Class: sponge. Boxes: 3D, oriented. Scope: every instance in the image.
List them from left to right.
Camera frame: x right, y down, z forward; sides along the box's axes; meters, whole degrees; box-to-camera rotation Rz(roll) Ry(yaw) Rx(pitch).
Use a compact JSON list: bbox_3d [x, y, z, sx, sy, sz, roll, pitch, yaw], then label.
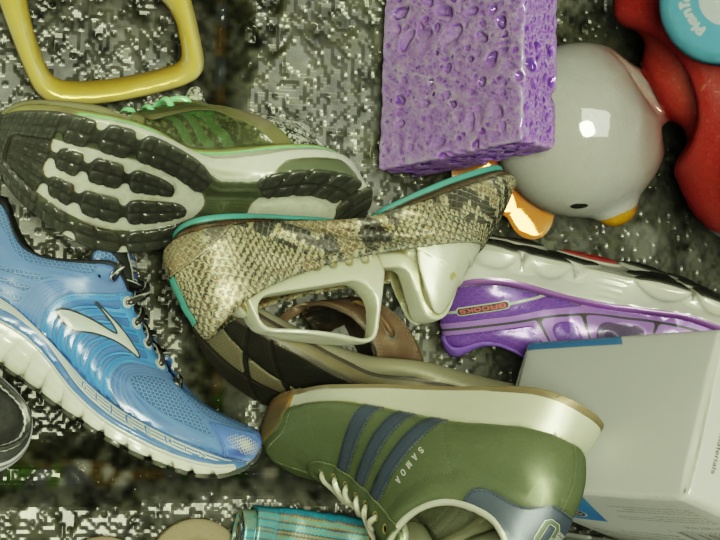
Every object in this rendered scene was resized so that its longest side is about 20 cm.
[{"bbox_3d":[0.058,-0.156,0.810,0.030,0.111,0.201,7,82,-39],"label":"sponge"}]

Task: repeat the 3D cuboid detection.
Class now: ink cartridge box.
[{"bbox_3d":[0.191,0.105,0.762,0.200,0.144,0.084,26,72,-28],"label":"ink cartridge box"}]

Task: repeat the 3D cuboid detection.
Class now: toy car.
[{"bbox_3d":[0.150,-0.069,0.818,0.200,0.184,0.177,-26,92,15],"label":"toy car"}]

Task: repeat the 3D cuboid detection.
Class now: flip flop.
[{"bbox_3d":[0.007,0.046,0.800,0.200,0.081,0.058,15,63,-12],"label":"flip flop"}]

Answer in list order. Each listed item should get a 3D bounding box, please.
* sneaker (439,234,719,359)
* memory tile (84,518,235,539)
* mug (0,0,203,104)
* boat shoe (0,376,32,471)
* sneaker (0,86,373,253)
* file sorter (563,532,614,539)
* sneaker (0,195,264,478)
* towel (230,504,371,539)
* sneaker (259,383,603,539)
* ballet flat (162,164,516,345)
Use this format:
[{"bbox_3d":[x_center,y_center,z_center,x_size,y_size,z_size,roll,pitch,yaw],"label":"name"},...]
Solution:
[{"bbox_3d":[0.137,0.036,0.840,0.199,0.081,0.084,12,99,-5],"label":"sneaker"},{"bbox_3d":[-0.149,0.216,0.774,0.199,0.017,0.154,-8,87,-14],"label":"memory tile"},{"bbox_3d":[-0.146,-0.190,0.753,0.153,0.149,0.187,-11,81,-6],"label":"mug"},{"bbox_3d":[-0.227,0.041,0.708,0.200,0.066,0.070,37,52,-34],"label":"boat shoe"},{"bbox_3d":[-0.096,-0.060,0.775,0.200,0.089,0.077,10,126,-30],"label":"sneaker"},{"bbox_3d":[0.056,0.210,0.733,0.200,0.139,0.125,-8,88,-21],"label":"file sorter"},{"bbox_3d":[-0.128,0.034,0.765,0.200,0.079,0.089,37,80,-7],"label":"sneaker"},{"bbox_3d":[0.019,0.209,0.802,0.200,0.022,0.147,11,81,-17],"label":"towel"},{"bbox_3d":[0.019,0.107,0.732,0.067,0.200,0.090,38,58,-41],"label":"sneaker"},{"bbox_3d":[0.000,0.000,0.755,0.200,0.068,0.075,-11,72,-28],"label":"ballet flat"}]
